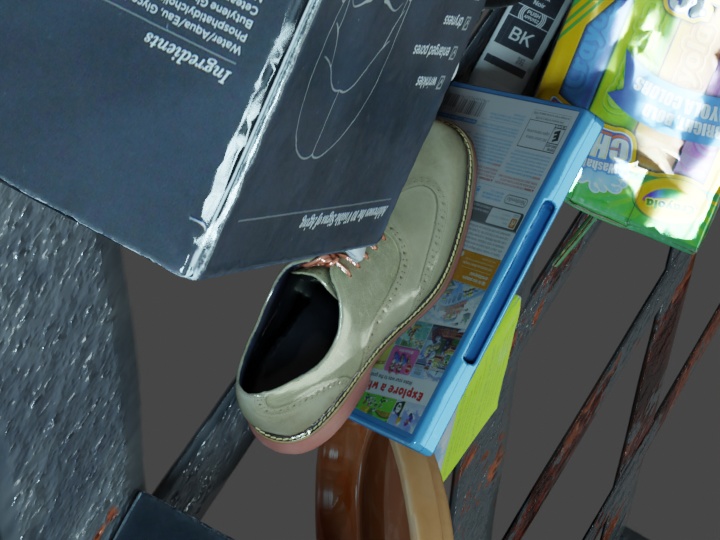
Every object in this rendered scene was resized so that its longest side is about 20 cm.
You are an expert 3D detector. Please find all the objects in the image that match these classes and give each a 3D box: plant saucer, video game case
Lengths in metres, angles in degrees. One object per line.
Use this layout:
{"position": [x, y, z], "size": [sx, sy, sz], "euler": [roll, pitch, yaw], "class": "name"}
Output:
{"position": [0.016, 0.163, 1.395], "size": [0.200, 0.032, 0.201], "euler": [177, -90, -74], "class": "plant saucer"}
{"position": [0.045, -0.006, 1.318], "size": [0.143, 0.018, 0.201], "euler": [20, -99, 60], "class": "video game case"}

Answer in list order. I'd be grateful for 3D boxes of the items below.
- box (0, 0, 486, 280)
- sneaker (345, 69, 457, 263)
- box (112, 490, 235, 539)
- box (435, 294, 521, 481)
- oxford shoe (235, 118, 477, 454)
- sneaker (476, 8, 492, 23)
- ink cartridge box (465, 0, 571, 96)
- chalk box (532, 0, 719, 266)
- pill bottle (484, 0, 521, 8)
{"position": [-0.033, -0.114, 0.832], "size": [0.197, 0.124, 0.200], "euler": [-67, 165, 10], "class": "box"}
{"position": [-0.015, -0.065, 1.035], "size": [0.200, 0.075, 0.116], "euler": [5, 95, -70], "class": "sneaker"}
{"position": [-0.085, 0.218, 1.262], "size": [0.149, 0.107, 0.200], "euler": [-62, 166, -9], "class": "box"}
{"position": [0.038, 0.110, 1.617], "size": [0.200, 0.047, 0.122], "euler": [-51, 161, -38], "class": "box"}
{"position": [0.000, 0.000, 1.258], "size": [0.201, 0.070, 0.075], "euler": [-62, 159, -14], "class": "oxford shoe"}
{"position": [0.074, -0.168, 1.185], "size": [0.200, 0.086, 0.080], "euler": [-56, 162, -25], "class": "sneaker"}
{"position": [0.122, -0.163, 1.458], "size": [0.201, 0.039, 0.099], "euler": [-63, 165, -5], "class": "ink cartridge box"}
{"position": [0.165, -0.092, 1.382], "size": [0.125, 0.123, 0.201], "euler": [-47, 158, -70], "class": "chalk box"}
{"position": [0.061, -0.217, 1.004], "size": [0.112, 0.111, 0.201], "euler": [-41, 154, -56], "class": "pill bottle"}
